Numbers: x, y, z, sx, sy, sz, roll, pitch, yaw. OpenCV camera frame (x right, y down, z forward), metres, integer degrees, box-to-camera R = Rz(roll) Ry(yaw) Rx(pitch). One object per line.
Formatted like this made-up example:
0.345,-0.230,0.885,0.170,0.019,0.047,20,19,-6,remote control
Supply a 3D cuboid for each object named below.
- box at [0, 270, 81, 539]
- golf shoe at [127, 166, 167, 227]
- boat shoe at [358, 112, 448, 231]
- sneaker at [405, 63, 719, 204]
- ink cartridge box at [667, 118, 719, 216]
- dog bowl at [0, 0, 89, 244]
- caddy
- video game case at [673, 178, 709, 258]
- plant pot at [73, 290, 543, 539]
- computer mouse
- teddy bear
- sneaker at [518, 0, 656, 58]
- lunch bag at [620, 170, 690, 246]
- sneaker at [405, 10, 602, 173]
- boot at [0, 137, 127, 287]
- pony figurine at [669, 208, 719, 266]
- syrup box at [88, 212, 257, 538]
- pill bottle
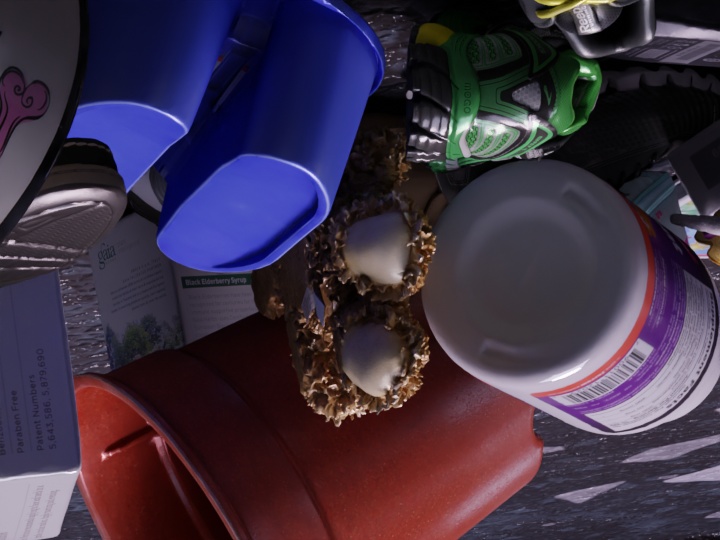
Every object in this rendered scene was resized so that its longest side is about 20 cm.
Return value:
-0.224,0.035,1.403,0.130,0.201,0.199,-6,166,-12,box
-0.057,-0.047,1.462,0.094,0.078,0.200,5,174,34,golf shoe
0.045,-0.054,1.456,0.064,0.071,0.200,-9,178,41,boat shoe
0.119,-0.060,1.427,0.200,0.091,0.066,-1,165,-26,sneaker
0.268,-0.066,1.463,0.160,0.047,0.200,-35,156,14,ink cartridge box
-0.203,-0.072,1.031,0.200,0.201,0.074,-15,146,29,dog bowl
-0.073,-0.081,1.228,0.141,0.105,0.200,22,157,-15,caddy
0.246,-0.042,1.720,0.143,0.017,0.200,-1,165,-26,video game case
-0.022,0.097,1.433,0.195,0.201,0.201,-30,176,-24,plant pot
0.191,-0.123,1.269,0.199,0.053,0.138,5,177,-16,computer mouse
0.000,0.000,1.300,0.067,0.145,0.200,-7,177,-16,teddy bear
0.086,-0.143,1.091,0.074,0.085,0.200,-14,165,21,sneaker
0.090,-0.001,1.605,0.200,0.077,0.160,-11,-166,25,lunch bag
0.069,-0.078,1.261,0.085,0.078,0.200,4,-171,5,sneaker
-0.173,-0.066,1.123,0.073,0.151,0.200,5,163,-38,boot
0.266,-0.025,1.310,0.193,0.167,0.200,9,167,-11,pony figurine
-0.091,0.061,1.570,0.081,0.201,0.079,-2,166,-41,syrup box
0.115,0.021,1.346,0.111,0.112,0.200,-13,163,20,pill bottle
